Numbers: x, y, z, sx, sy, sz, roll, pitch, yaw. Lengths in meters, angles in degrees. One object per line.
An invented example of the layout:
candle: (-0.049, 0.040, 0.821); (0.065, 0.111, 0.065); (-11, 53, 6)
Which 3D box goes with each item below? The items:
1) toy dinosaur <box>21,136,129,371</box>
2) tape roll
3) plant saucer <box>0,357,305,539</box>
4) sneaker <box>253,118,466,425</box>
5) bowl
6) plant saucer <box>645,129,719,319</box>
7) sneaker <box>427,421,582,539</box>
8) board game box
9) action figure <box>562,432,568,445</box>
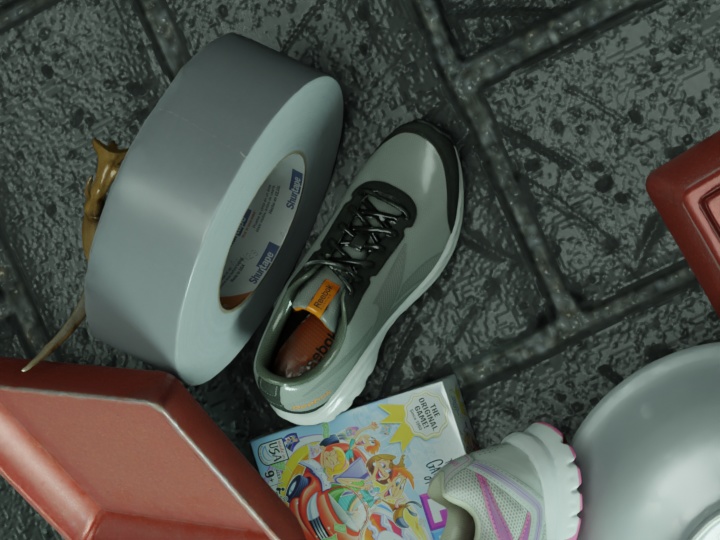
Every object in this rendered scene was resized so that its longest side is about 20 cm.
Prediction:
toy dinosaur: (-0.149, -0.015, 1.519); (0.060, 0.200, 0.107); (16, 109, -3)
tape roll: (-0.085, -0.036, 1.488); (0.066, 0.200, 0.202); (25, 102, 14)
plant saucer: (-0.141, 0.115, 1.517); (0.198, 0.200, 0.037); (3, 56, 36)
sneaker: (0.000, 0.000, 1.520); (0.074, 0.079, 0.201); (27, 87, 19)
bowl: (0.213, 0.149, 1.423); (0.199, 0.091, 0.203); (-4, 115, -8)
plant saucer: (0.292, -0.016, 1.459); (0.199, 0.037, 0.201); (-31, 86, 17)
sneaker: (0.078, 0.190, 1.418); (0.087, 0.081, 0.202); (-6, 87, -18)
board game box: (0.025, 0.180, 1.559); (0.134, 0.034, 0.202); (-18, 89, 17)
action figure: (0.086, 0.171, 1.489); (0.200, 0.065, 0.099); (-38, 104, -16)
